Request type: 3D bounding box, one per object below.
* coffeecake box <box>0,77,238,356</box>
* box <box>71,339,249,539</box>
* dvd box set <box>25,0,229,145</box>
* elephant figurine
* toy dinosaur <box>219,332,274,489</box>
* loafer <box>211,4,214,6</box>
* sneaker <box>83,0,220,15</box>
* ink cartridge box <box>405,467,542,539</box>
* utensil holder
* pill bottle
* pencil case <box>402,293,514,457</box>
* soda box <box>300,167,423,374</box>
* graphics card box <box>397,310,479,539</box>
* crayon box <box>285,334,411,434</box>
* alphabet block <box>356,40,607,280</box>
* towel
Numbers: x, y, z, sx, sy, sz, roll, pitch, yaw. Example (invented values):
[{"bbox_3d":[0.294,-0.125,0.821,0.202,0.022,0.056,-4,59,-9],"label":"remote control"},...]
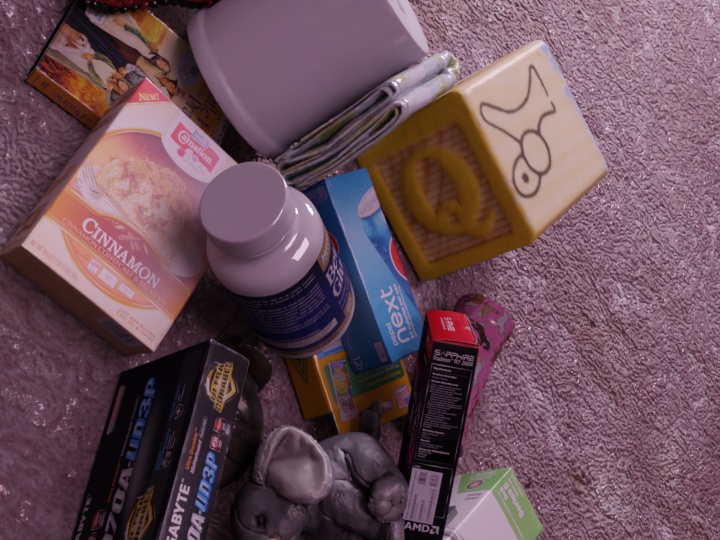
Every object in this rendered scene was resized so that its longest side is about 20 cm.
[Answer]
[{"bbox_3d":[-0.210,-0.048,0.980,0.153,0.073,0.202,42,61,-24],"label":"coffeecake box"},{"bbox_3d":[-0.176,0.172,0.896,0.046,0.158,0.203,30,58,-32],"label":"box"},{"bbox_3d":[-0.222,-0.188,1.067,0.199,0.029,0.148,38,53,-26],"label":"dvd box set"},{"bbox_3d":[-0.063,0.218,0.994,0.196,0.155,0.144,6,100,-19],"label":"elephant figurine"},{"bbox_3d":[-0.128,0.145,1.008,0.101,0.077,0.204,11,65,-32],"label":"toy dinosaur"},{"bbox_3d":[-0.185,-0.357,1.139,0.200,0.067,0.071,42,44,-31],"label":"loafer"},{"bbox_3d":[-0.192,-0.321,1.055,0.198,0.079,0.097,-14,82,-36],"label":"sneaker"},{"bbox_3d":[0.074,0.300,1.089,0.199,0.144,0.085,-35,100,-43],"label":"ink cartridge box"},{"bbox_3d":[-0.052,-0.240,1.084,0.171,0.198,0.171,52,18,-25],"label":"utensil holder"},{"bbox_3d":[-0.078,-0.009,0.977,0.201,0.109,0.113,65,31,-57],"label":"pill bottle"},{"bbox_3d":[0.116,0.123,1.233,0.086,0.082,0.201,42,51,-16],"label":"pencil case"},{"bbox_3d":[0.000,0.000,1.112,0.067,0.064,0.203,-19,89,-44],"label":"soda box"},{"bbox_3d":[0.073,0.151,1.047,0.050,0.126,0.204,8,101,-2],"label":"graphics card box"},{"bbox_3d":[-0.024,0.076,1.143,0.125,0.051,0.203,-16,86,-44],"label":"crayon box"},{"bbox_3d":[0.147,-0.133,1.272,0.199,0.195,0.197,-35,98,-43],"label":"alphabet block"},{"bbox_3d":[0.011,-0.157,1.109,0.049,0.170,0.200,57,29,-6],"label":"towel"}]
